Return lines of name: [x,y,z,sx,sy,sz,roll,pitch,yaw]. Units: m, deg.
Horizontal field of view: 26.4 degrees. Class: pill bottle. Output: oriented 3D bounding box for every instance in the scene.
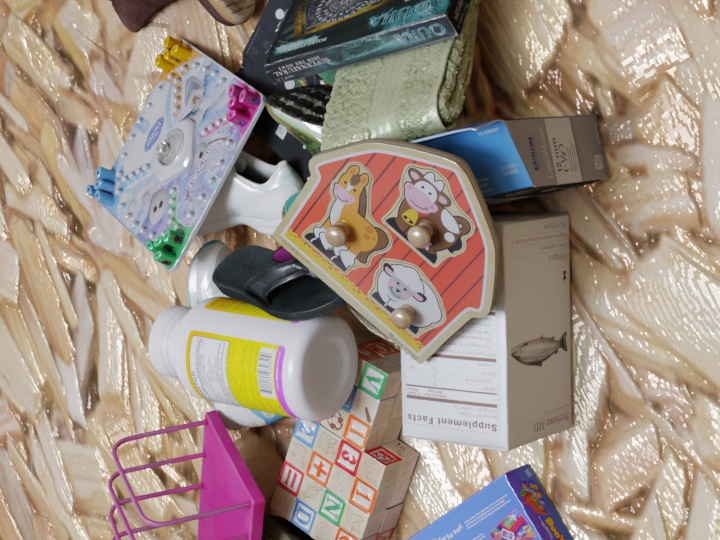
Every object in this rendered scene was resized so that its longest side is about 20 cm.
pill bottle: [-0.108,0.081,1.489,0.200,0.104,0.104,8,101,36]

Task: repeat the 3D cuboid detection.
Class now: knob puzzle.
knob puzzle: [0.030,-0.026,1.281,0.219,0.030,0.220,17,129,23]

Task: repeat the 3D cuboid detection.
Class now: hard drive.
hard drive: [-0.040,-0.168,1.522,0.200,0.038,0.140,43,119,26]

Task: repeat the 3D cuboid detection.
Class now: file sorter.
file sorter: [-0.186,0.273,1.574,0.139,0.125,0.200,-125,33,-45]

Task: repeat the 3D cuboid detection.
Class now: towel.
towel: [0.037,-0.187,1.391,0.148,0.036,0.200,-14,47,32]

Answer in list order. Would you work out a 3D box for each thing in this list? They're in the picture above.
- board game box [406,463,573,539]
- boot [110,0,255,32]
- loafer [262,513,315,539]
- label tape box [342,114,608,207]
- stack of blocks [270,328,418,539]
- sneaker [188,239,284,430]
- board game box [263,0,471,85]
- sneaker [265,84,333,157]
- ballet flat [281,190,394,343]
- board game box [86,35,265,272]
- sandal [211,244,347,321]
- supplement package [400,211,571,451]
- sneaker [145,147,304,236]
board game box: [0.114,0.292,1.459,0.200,0.045,0.135,-40,72,33]
boot: [-0.198,-0.302,1.621,0.200,0.072,0.166,59,136,14]
loafer: [-0.049,0.310,1.535,0.200,0.076,0.068,30,100,63]
label tape box: [0.102,-0.088,1.323,0.143,0.200,0.066,-12,90,37]
stack of blocks: [-0.005,0.173,1.526,0.115,0.059,0.200,29,112,31]
sneaker: [-0.120,0.063,1.597,0.081,0.076,0.200,-11,96,31]
board game box: [0.014,-0.243,1.411,0.200,0.135,0.028,-10,133,32]
sneaker: [-0.022,-0.107,1.456,0.200,0.077,0.089,37,134,33]
ballet flat: [0.000,0.000,1.473,0.070,0.065,0.200,-36,64,-5]
board game box: [-0.196,-0.126,1.582,0.200,0.026,0.200,39,102,50]
sandal: [-0.079,0.003,1.437,0.200,0.075,0.048,9,140,48]
supplement package: [0.113,0.050,1.384,0.117,0.117,0.200,3,98,37]
sneaker: [-0.141,-0.087,1.571,0.200,0.075,0.089,0,129,29]
